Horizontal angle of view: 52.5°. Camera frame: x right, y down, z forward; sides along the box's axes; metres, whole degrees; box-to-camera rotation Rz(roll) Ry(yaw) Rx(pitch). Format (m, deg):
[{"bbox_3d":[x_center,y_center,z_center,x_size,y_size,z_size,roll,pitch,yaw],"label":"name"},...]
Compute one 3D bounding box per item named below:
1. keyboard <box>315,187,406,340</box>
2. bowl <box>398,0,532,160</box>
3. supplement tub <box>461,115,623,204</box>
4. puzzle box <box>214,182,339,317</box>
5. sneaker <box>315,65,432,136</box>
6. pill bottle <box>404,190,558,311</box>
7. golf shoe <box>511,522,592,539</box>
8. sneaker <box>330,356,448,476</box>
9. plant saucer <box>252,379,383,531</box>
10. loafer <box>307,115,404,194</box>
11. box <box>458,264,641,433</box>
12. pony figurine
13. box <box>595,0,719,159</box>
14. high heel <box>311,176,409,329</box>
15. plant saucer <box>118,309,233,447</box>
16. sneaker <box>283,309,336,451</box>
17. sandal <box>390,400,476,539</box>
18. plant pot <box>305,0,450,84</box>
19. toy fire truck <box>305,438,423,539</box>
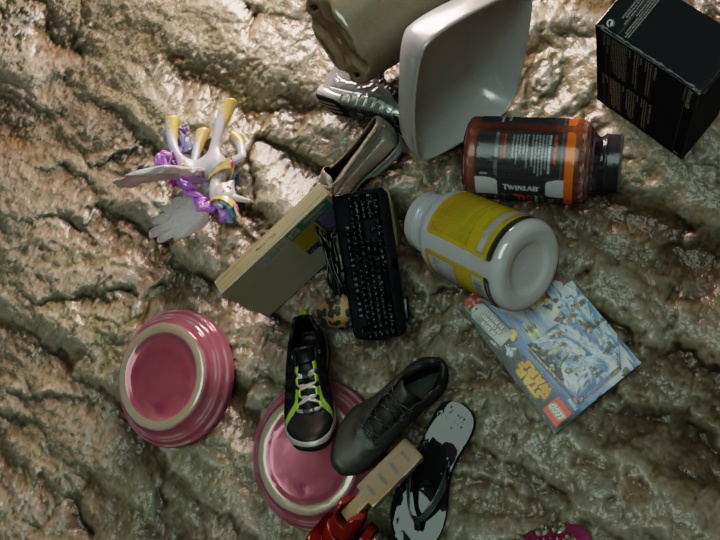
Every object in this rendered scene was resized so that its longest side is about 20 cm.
[{"bbox_3d":[0.000,0.000,0.960,0.101,0.040,0.206,-8,103,5],"label":"keyboard"},{"bbox_3d":[0.122,-0.262,0.942,0.198,0.202,0.075,-34,57,-22],"label":"bowl"},{"bbox_3d":[0.234,-0.142,0.940,0.195,0.107,0.110,6,81,20],"label":"supplement tub"},{"bbox_3d":[-0.095,-0.023,1.022,0.199,0.133,0.026,-42,62,6],"label":"puzzle box"},{"bbox_3d":[0.034,-0.273,1.059,0.196,0.075,0.118,23,85,23],"label":"sneaker"},{"bbox_3d":[0.144,-0.035,0.921,0.199,0.111,0.114,32,91,50],"label":"pill bottle"},{"bbox_3d":[0.196,0.379,0.878,0.197,0.075,0.093,-30,100,6],"label":"golf shoe"},{"bbox_3d":[0.036,0.177,0.929,0.076,0.091,0.200,43,77,10],"label":"sneaker"},{"bbox_3d":[-0.065,0.251,0.999,0.195,0.051,0.207,-4,78,18],"label":"plant saucer"},{"bbox_3d":[-0.028,-0.140,1.046,0.199,0.063,0.072,-40,35,10],"label":"loafer"},{"bbox_3d":[0.237,0.082,0.930,0.136,0.040,0.202,-39,69,8],"label":"box"},{"bbox_3d":[-0.257,-0.148,1.110,0.188,0.167,0.205,-13,59,9],"label":"pony figurine"},{"bbox_3d":[0.357,-0.233,0.864,0.079,0.200,0.141,-46,69,4],"label":"box"},{"bbox_3d":[-0.011,-0.023,1.021,0.138,0.071,0.206,-8,85,11],"label":"high heel"},{"bbox_3d":[-0.285,0.159,1.089,0.195,0.051,0.207,-4,78,18],"label":"plant saucer"},{"bbox_3d":[-0.076,0.139,0.964,0.070,0.084,0.203,-12,44,3],"label":"sneaker"},{"bbox_3d":[0.087,0.266,0.944,0.074,0.043,0.205,17,85,22],"label":"sandal"},{"bbox_3d":[0.033,-0.360,0.986,0.183,0.201,0.201,-40,68,-9],"label":"plant pot"},{"bbox_3d":[0.032,0.330,0.885,0.174,0.128,0.204,31,122,18],"label":"toy fire truck"}]
